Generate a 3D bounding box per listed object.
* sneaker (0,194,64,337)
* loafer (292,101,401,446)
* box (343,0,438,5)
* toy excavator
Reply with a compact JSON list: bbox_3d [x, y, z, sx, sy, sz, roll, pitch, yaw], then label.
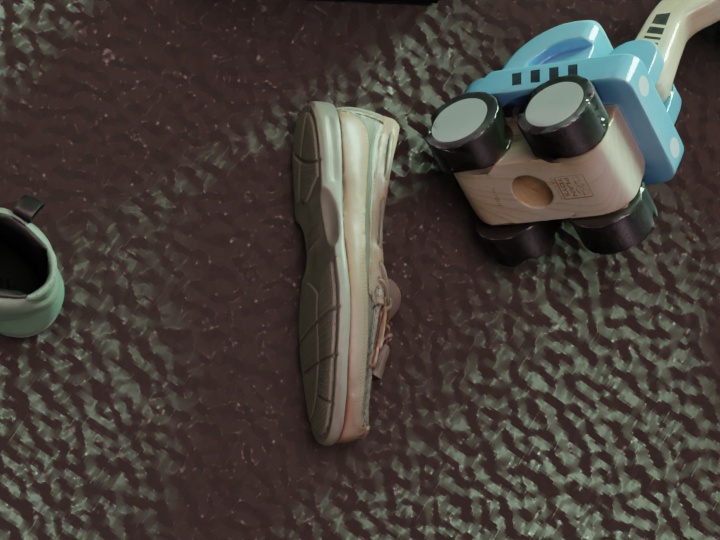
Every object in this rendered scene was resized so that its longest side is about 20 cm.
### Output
[{"bbox_3d":[-0.251,-0.027,1.224,0.199,0.118,0.074,19,76,-7],"label":"sneaker"},{"bbox_3d":[0.000,0.000,1.305,0.062,0.072,0.202,2,75,-20],"label":"loafer"},{"bbox_3d":[-0.009,-0.203,1.276,0.159,0.200,0.045,1,78,-14],"label":"box"},{"bbox_3d":[0.156,-0.114,1.325,0.100,0.193,0.201,56,43,-35],"label":"toy excavator"}]
